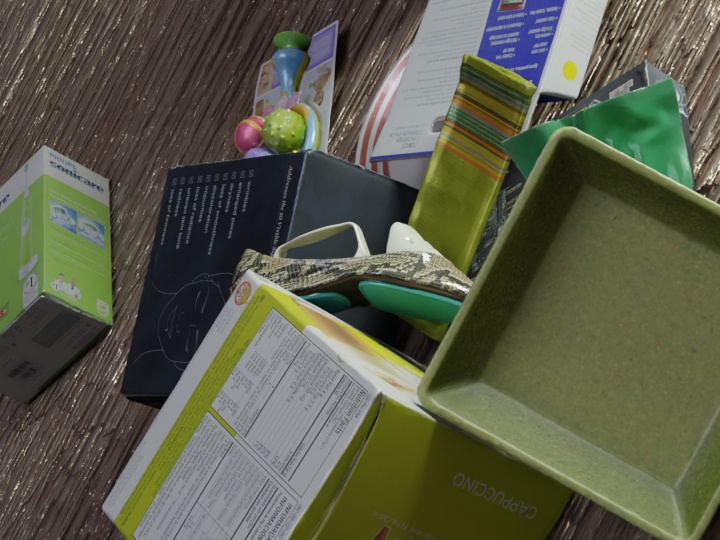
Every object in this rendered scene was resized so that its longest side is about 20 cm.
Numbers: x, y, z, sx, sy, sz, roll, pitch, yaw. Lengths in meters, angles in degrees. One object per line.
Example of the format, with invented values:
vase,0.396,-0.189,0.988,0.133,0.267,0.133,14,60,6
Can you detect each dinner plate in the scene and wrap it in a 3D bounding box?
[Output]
dinner plate,0.070,-0.122,1.736,0.200,0.024,0.200,-33,43,38

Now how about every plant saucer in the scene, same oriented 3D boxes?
plant saucer,0.168,0.041,1.364,0.200,0.200,0.048,-62,-10,7

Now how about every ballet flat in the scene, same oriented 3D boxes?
ballet flat,0.000,0.000,1.558,0.200,0.068,0.075,-2,67,19

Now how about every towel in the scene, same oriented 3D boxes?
towel,0.068,-0.054,1.585,0.086,0.018,0.200,35,108,55

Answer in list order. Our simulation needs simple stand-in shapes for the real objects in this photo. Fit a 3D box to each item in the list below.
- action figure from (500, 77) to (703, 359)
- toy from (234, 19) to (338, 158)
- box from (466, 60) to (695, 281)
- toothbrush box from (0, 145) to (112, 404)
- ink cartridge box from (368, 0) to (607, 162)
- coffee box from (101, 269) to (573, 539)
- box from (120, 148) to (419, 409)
action figure,0.181,-0.010,1.409,0.118,0.055,0.200,-21,83,9
toy,-0.077,-0.124,1.913,0.115,0.047,0.200,-24,48,45
box,0.148,-0.034,1.548,0.200,0.044,0.160,-33,43,36
toothbrush box,-0.317,0.003,2.110,0.146,0.086,0.200,-41,39,29
ink cartridge box,0.106,-0.171,1.659,0.198,0.047,0.200,0,69,56
coffee box,-0.016,0.156,1.479,0.200,0.200,0.198,-58,38,5
box,-0.072,0.020,1.714,0.197,0.124,0.200,-3,72,54
